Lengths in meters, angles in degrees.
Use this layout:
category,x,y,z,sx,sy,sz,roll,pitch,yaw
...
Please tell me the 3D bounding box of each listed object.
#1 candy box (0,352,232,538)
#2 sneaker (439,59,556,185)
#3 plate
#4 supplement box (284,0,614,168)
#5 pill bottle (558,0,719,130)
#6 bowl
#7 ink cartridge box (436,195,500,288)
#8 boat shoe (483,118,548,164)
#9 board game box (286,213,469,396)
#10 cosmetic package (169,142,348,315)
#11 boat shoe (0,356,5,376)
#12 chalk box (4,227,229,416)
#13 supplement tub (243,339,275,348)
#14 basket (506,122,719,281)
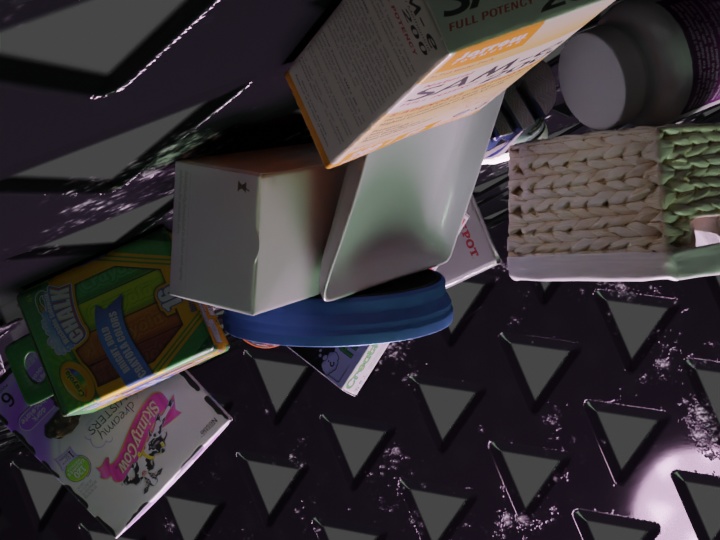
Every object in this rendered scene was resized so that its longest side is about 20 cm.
category,x,y,z,sx,sy,sz,roll,pitch,yaw
candy box,-0.257,0.142,1.387,0.168,0.200,0.072,-45,179,-7
sneaker,0.085,-0.118,1.215,0.197,0.081,0.115,-26,173,4
plate,0.041,-0.086,1.073,0.199,0.032,0.202,-18,131,-55
supplement box,0.048,-0.139,0.804,0.125,0.074,0.200,-23,175,-24
pill bottle,0.270,-0.188,1.167,0.198,0.114,0.112,-22,175,-30
bowl,-0.019,0.025,1.152,0.197,0.040,0.201,-1,-171,0
ink cartridge box,0.047,-0.035,1.559,0.198,0.147,0.083,-24,175,10
boat shoe,0.086,-0.131,1.344,0.197,0.073,0.062,-18,133,6
board game box,0.000,0.000,1.285,0.202,0.126,0.035,-58,148,2
cosmetic package,-0.059,-0.039,1.070,0.084,0.109,0.199,12,-167,29
boat shoe,-0.423,0.126,1.486,0.073,0.066,0.200,-23,175,-12
chalk box,-0.242,0.060,1.283,0.198,0.126,0.124,-25,176,-1
supplement tub,-0.132,0.054,1.925,0.106,0.108,0.200,-23,176,-10
basket,0.232,-0.058,1.156,0.134,0.126,0.199,-6,-176,-36
